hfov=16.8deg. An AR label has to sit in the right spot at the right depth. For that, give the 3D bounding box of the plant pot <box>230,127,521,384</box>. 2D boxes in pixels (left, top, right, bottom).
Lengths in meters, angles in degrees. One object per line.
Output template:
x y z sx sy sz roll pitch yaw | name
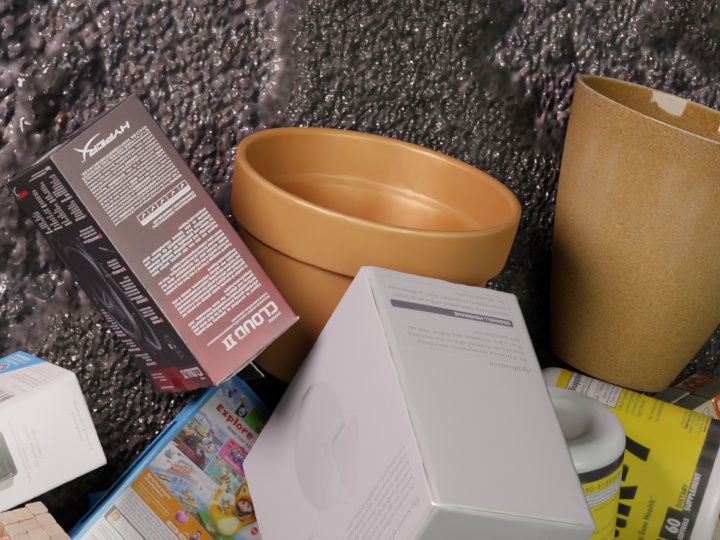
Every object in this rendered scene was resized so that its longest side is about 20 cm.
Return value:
0.000 0.000 1.679 0.199 0.200 0.141 1 113 -28 | plant pot

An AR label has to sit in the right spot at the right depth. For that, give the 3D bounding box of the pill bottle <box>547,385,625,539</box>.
0.118 0.189 1.681 0.111 0.112 0.201 -9 117 -26 | pill bottle

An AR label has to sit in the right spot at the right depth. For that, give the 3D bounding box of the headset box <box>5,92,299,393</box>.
-0.133 -0.005 1.596 0.077 0.149 0.200 -39 98 -17 | headset box

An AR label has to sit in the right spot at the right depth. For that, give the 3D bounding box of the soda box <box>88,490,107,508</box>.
-0.085 0.171 1.713 0.199 0.068 0.065 -10 97 -26 | soda box

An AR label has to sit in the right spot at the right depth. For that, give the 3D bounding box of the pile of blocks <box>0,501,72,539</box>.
-0.241 0.231 1.581 0.062 0.200 0.082 -11 59 -33 | pile of blocks

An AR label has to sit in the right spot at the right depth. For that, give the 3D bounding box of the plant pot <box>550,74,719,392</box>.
0.216 -0.019 1.799 0.185 0.186 0.201 12 103 -28 | plant pot

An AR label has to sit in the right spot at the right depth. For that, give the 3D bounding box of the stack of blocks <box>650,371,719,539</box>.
0.218 0.177 1.880 0.199 0.058 0.116 -29 109 -22 | stack of blocks

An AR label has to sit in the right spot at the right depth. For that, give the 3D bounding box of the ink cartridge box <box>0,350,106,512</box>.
-0.280 0.127 1.578 0.199 0.116 0.068 -24 106 -22 | ink cartridge box

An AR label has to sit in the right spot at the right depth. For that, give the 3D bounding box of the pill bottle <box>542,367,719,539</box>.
0.167 0.138 1.772 0.199 0.114 0.115 17 88 9 | pill bottle

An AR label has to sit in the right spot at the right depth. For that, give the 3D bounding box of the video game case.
-0.111 0.186 1.650 0.200 0.018 0.143 -47 108 -19 | video game case

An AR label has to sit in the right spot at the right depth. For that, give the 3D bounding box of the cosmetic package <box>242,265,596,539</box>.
0.032 0.144 1.558 0.122 0.201 0.200 11 131 -26 | cosmetic package
